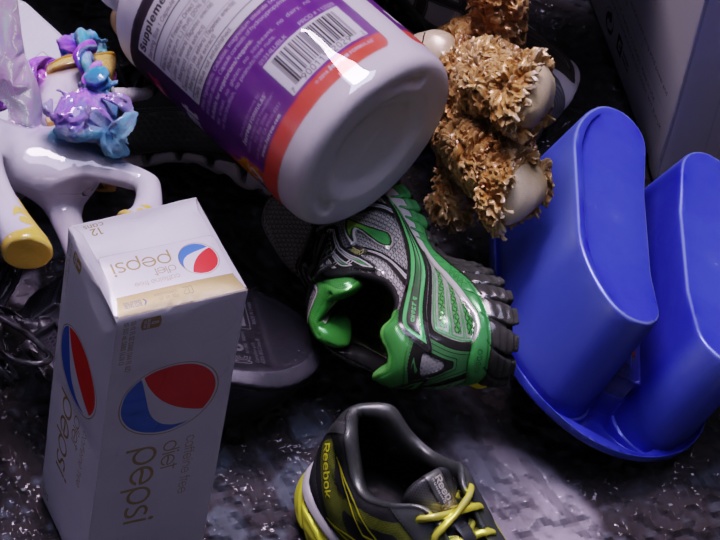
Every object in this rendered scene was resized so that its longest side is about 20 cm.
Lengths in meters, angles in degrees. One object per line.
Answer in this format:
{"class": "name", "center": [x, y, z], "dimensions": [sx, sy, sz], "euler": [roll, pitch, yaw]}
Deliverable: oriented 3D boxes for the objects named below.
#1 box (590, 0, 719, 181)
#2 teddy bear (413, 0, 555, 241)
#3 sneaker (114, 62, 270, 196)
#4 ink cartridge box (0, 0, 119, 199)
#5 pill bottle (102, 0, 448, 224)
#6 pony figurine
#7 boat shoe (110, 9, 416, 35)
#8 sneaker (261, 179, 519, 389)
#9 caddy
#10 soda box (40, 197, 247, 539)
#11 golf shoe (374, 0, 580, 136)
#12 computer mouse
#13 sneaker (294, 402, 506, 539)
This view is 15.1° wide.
{"class": "box", "center": [0.229, -0.189, 1.614], "dimensions": [0.130, 0.200, 0.199], "euler": [-3, 47, -12]}
{"class": "teddy bear", "center": [0.061, -0.091, 1.458], "dimensions": [0.067, 0.145, 0.200], "euler": [-1, 36, -8]}
{"class": "sneaker", "center": [-0.107, -0.099, 1.533], "dimensions": [0.199, 0.091, 0.067], "euler": [9, 45, -3]}
{"class": "ink cartridge box", "center": [-0.257, -0.104, 1.500], "dimensions": [0.160, 0.047, 0.200], "euler": [-42, 66, -14]}
{"class": "pill bottle", "center": [-0.058, -0.126, 1.433], "dimensions": [0.111, 0.112, 0.200], "euler": [-30, 61, -33]}
{"class": "pony figurine", "center": [-0.188, -0.059, 1.364], "dimensions": [0.193, 0.167, 0.200], "euler": [11, 40, -21]}
{"class": "boat shoe", "center": [-0.050, -0.124, 1.583], "dimensions": [0.200, 0.071, 0.065], "euler": [18, 37, 19]}
{"class": "sneaker", "center": [0.000, 0.000, 1.437], "dimensions": [0.085, 0.078, 0.200], "euler": [-4, 25, -32]}
{"class": "caddy", "center": [0.141, 0.011, 1.475], "dimensions": [0.141, 0.105, 0.200], "euler": [25, 42, -22]}
{"class": "soda box", "center": [-0.107, 0.060, 1.303], "dimensions": [0.068, 0.200, 0.064], "euler": [-13, 51, -23]}
{"class": "golf shoe", "center": [0.041, -0.140, 1.628], "dimensions": [0.200, 0.078, 0.094], "euler": [34, 31, 18]}
{"class": "computer mouse", "center": [-0.121, 0.041, 1.414], "dimensions": [0.199, 0.053, 0.139], "euler": [9, 32, -14]}
{"class": "sneaker", "center": [0.040, 0.146, 1.334], "dimensions": [0.074, 0.085, 0.200], "euler": [-31, 59, -33]}
